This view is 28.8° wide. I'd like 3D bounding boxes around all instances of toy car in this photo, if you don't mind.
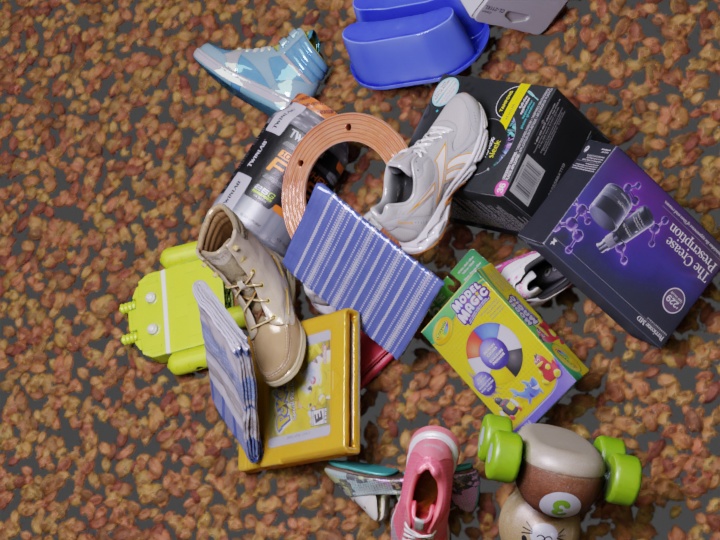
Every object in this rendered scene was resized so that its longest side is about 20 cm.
[{"bbox_3d":[0.204,0.280,1.561,0.162,0.158,0.202,11,96,-2],"label":"toy car"}]

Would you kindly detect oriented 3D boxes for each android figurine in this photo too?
[{"bbox_3d":[-0.233,0.051,1.884,0.198,0.041,0.184,-13,66,16],"label":"android figurine"}]

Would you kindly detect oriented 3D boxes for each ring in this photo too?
[{"bbox_3d":[-0.012,-0.094,1.737,0.199,0.019,0.203,-1,89,32],"label":"ring"}]

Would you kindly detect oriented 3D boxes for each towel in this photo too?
[{"bbox_3d":[-0.164,0.125,1.719,0.024,0.202,0.147,-20,43,-20],"label":"towel"},{"bbox_3d":[0.000,0.000,1.696,0.199,0.145,0.024,39,43,13],"label":"towel"}]

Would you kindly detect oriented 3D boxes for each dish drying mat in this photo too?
[{"bbox_3d":[-0.025,0.127,1.779,0.200,0.018,0.077,-46,57,1],"label":"dish drying mat"}]

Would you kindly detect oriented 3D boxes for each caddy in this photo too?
[{"bbox_3d":[0.071,-0.309,1.861,0.198,0.105,0.142,-5,48,25],"label":"caddy"}]

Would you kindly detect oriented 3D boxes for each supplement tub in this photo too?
[{"bbox_3d":[-0.098,-0.124,1.848,0.122,0.123,0.201,29,83,29],"label":"supplement tub"}]

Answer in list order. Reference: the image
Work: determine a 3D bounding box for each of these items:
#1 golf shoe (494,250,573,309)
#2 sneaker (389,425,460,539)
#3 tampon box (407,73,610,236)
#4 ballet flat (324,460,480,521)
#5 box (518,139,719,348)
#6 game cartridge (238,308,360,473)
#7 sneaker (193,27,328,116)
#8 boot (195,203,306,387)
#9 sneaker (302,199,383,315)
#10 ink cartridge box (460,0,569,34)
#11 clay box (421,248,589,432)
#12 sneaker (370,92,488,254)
[{"bbox_3d":[0.184,0.021,1.686,0.199,0.092,0.073,-33,85,10],"label":"golf shoe"},{"bbox_3d":[0.066,0.280,1.598,0.073,0.087,0.202,9,113,9],"label":"sneaker"},{"bbox_3d":[0.169,-0.137,1.705,0.199,0.126,0.151,15,74,49],"label":"tampon box"},{"bbox_3d":[0.048,0.265,1.676,0.198,0.069,0.072,-1,89,22],"label":"ballet flat"},{"bbox_3d":[0.302,-0.029,1.603,0.142,0.199,0.079,-52,19,-1],"label":"box"},{"bbox_3d":[-0.079,0.151,1.739,0.199,0.032,0.178,-17,66,41],"label":"game cartridge"},{"bbox_3d":[-0.129,-0.295,1.954,0.199,0.080,0.131,31,86,19],"label":"sneaker"},{"bbox_3d":[-0.134,0.028,1.703,0.072,0.156,0.202,-22,47,19],"label":"boot"},{"bbox_3d":[0.004,-0.030,1.794,0.200,0.081,0.075,-48,59,-2],"label":"sneaker"},{"bbox_3d":[0.173,-0.415,1.826,0.083,0.145,0.201,-48,56,35],"label":"ink cartridge box"},{"bbox_3d":[0.159,0.085,1.646,0.200,0.047,0.115,47,122,12],"label":"clay box"},{"bbox_3d":[0.078,-0.125,1.617,0.075,0.092,0.202,6,68,49],"label":"sneaker"}]
